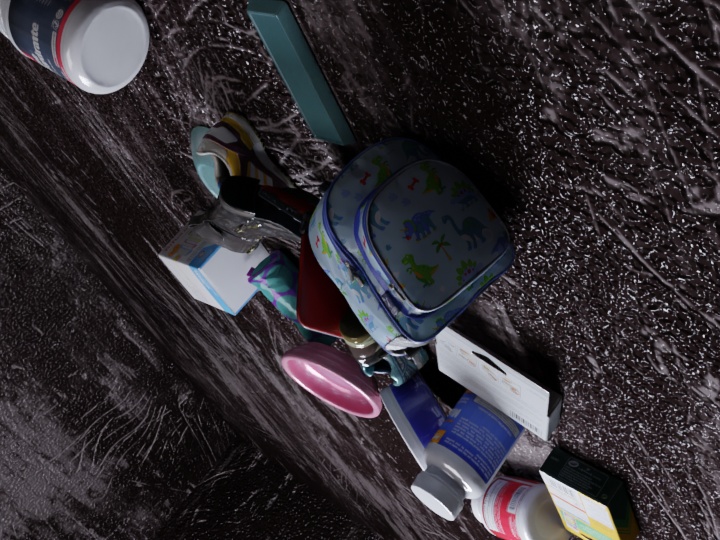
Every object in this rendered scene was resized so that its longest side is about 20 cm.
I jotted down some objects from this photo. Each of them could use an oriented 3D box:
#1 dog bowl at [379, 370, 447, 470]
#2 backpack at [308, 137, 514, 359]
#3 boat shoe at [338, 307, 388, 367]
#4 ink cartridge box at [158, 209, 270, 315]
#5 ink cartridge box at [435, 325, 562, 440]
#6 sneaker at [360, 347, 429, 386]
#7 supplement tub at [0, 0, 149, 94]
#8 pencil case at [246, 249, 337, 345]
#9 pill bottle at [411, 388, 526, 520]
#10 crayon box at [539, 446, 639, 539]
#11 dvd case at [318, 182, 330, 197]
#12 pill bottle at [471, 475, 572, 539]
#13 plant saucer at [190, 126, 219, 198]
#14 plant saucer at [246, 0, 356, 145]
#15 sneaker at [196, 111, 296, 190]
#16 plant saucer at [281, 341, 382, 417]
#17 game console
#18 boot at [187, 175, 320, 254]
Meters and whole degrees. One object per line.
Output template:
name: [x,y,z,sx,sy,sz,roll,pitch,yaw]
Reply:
dog bowl: [0.116,0.273,1.489,0.202,0.078,0.200,58,-179,-1]
backpack: [0.052,-0.038,0.938,0.201,0.182,0.147,49,158,7]
boat shoe: [0.056,0.038,1.043,0.071,0.200,0.067,25,143,39]
ink cartridge box: [-0.280,-0.020,1.659,0.198,0.129,0.126,14,147,50]
ink cartridge box: [0.195,0.143,1.242,0.198,0.044,0.175,32,157,25]
sneaker: [0.016,0.126,1.472,0.198,0.087,0.078,26,155,36]
supplement tub: [-0.404,-0.344,1.208,0.198,0.141,0.141,30,158,27]
pencil case: [-0.113,0.058,1.576,0.200,0.085,0.092,48,146,-15]
pill bottle: [0.166,0.276,1.336,0.111,0.201,0.113,35,159,15]
crayon box: [0.369,0.375,1.384,0.125,0.052,0.201,23,152,41]
dvd case: [0.034,-0.039,1.202,0.198,0.018,0.144,28,156,35]
pill bottle: [0.285,0.431,1.565,0.112,0.113,0.199,46,160,-13]
plant saucer: [-0.213,-0.144,1.414,0.200,0.039,0.202,35,159,16]
plant saucer: [-0.069,-0.226,1.013,0.069,0.019,0.201,22,151,42]
sneaker: [-0.164,-0.129,1.276,0.074,0.090,0.201,13,145,52]
plant saucer: [-0.045,0.189,1.543,0.198,0.051,0.201,26,157,12]
game console: [-0.036,-0.002,1.080,0.199,0.120,0.171,21,-172,-47]
boot: [-0.142,-0.065,1.261,0.197,0.070,0.174,22,155,-14]
